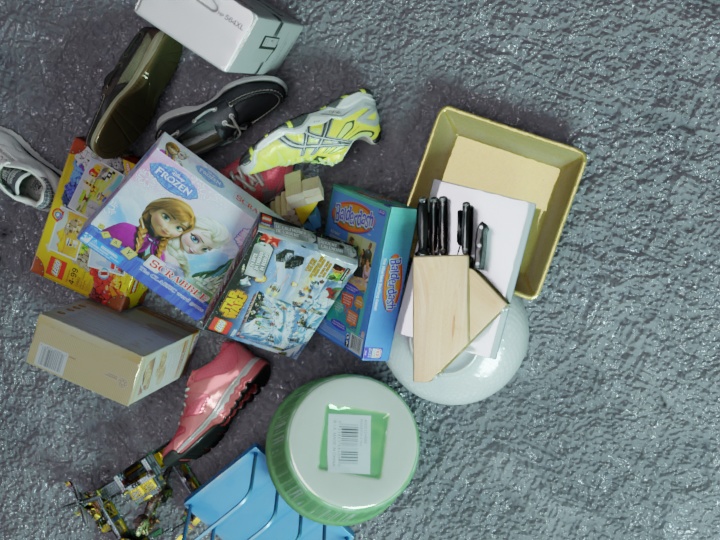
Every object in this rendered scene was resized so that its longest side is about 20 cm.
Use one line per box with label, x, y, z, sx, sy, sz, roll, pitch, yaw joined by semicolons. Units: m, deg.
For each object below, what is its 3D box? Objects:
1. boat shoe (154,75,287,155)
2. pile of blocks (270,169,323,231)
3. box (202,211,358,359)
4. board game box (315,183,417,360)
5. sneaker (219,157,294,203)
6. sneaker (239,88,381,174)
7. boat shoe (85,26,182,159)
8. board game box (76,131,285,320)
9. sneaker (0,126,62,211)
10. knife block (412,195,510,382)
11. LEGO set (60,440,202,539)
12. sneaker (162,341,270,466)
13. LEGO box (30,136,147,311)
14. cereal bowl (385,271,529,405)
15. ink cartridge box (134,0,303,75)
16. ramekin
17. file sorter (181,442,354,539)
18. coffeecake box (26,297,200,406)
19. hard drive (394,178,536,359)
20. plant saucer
boat shoe;-0.185;-0.197;1.666;0.200;0.076;0.060;-22;51;25
pile of blocks;-0.099;-0.062;1.664;0.082;0.062;0.200;23;130;-26
box;-0.105;0.023;1.612;0.137;0.040;0.200;19;132;-17
board game box;0.000;0.000;1.621;0.045;0.152;0.200;4;103;-32
sneaker;-0.171;-0.103;1.667;0.200;0.087;0.074;-34;89;16
sneaker;-0.061;-0.165;1.614;0.200;0.075;0.076;-26;95;-11
boat shoe;-0.314;-0.242;1.685;0.066;0.072;0.201;22;76;29
board game box;-0.232;-0.052;1.619;0.200;0.041;0.200;36;125;-18
sneaker;-0.500;-0.148;1.757;0.200;0.080;0.076;28;105;11
knife block;0.090;0.014;1.529;0.200;0.064;0.176;-46;80;7
LEGO set;-0.312;0.336;1.754;0.200;0.116;0.154;-23;92;16
sneaker;-0.214;0.183;1.733;0.087;0.074;0.200;41;89;18
LEGO box;-0.348;-0.067;1.730;0.149;0.077;0.200;23;102;10
cereal bowl;0.116;0.084;1.630;0.200;0.083;0.200;2;99;14
ink cartridge box;-0.177;-0.320;1.588;0.146;0.200;0.084;34;104;8
ramekin;-0.019;0.229;1.627;0.200;0.098;0.200;3;75;-12
file sorter;-0.125;0.365;1.678;0.139;0.123;0.200;-39;109;16
coffeecake box;-0.328;0.101;1.684;0.153;0.200;0.073;21;102;11
hard drive;0.131;-0.002;1.567;0.132;0.025;0.200;15;91;11
plant saucer;0.167;-0.086;1.601;0.200;0.048;0.200;20;93;12
